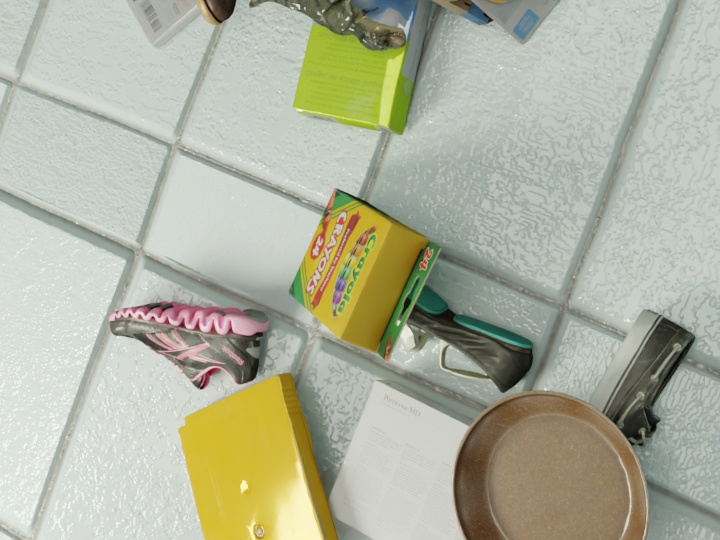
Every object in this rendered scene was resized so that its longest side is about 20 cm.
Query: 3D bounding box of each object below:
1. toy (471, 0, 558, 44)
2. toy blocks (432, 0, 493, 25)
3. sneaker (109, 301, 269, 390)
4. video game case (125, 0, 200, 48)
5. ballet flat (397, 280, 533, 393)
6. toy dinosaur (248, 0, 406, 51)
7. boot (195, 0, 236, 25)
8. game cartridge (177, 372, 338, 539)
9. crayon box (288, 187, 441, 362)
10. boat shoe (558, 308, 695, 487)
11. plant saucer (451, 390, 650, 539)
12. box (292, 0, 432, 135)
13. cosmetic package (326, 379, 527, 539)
[{"bbox_3d":[0.142,-0.317,1.207,0.115,0.199,0.047,-51,32,10],"label":"toy"},{"bbox_3d":[0.113,-0.349,1.257,0.136,0.100,0.202,22,90,-21],"label":"toy blocks"},{"bbox_3d":[-0.197,0.086,1.373,0.198,0.079,0.097,5,99,23],"label":"sneaker"},{"bbox_3d":[-0.201,-0.378,1.438,0.199,0.018,0.144,-36,73,15],"label":"video game case"},{"bbox_3d":[0.082,0.064,1.263,0.199,0.068,0.069,30,105,22],"label":"ballet flat"},{"bbox_3d":[-0.034,-0.298,1.302,0.199,0.047,0.089,25,101,28],"label":"toy dinosaur"},{"bbox_3d":[-0.104,-0.377,1.349,0.165,0.072,0.203,-1,80,24],"label":"boot"},{"bbox_3d":[-0.112,0.232,1.319,0.175,0.032,0.202,-25,74,36],"label":"game cartridge"},{"bbox_3d":[0.000,0.000,1.243,0.128,0.050,0.200,-66,26,5],"label":"crayon box"},{"bbox_3d":[0.256,0.138,1.184,0.063,0.071,0.202,29,94,22],"label":"boat shoe"},{"bbox_3d":[0.182,0.212,1.158,0.198,0.037,0.203,2,94,31],"label":"plant saucer"},{"bbox_3d":[0.007,-0.258,1.328,0.121,0.048,0.202,13,89,21],"label":"box"},{"bbox_3d":[0.079,0.222,1.257,0.199,0.052,0.152,25,97,22],"label":"cosmetic package"}]
